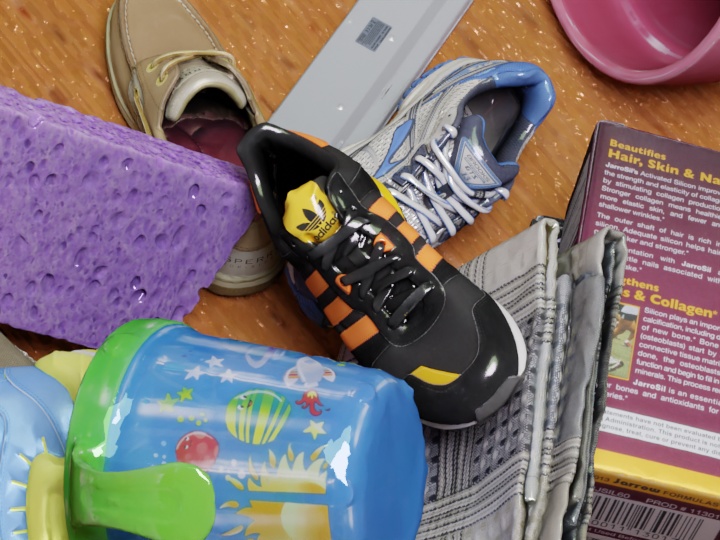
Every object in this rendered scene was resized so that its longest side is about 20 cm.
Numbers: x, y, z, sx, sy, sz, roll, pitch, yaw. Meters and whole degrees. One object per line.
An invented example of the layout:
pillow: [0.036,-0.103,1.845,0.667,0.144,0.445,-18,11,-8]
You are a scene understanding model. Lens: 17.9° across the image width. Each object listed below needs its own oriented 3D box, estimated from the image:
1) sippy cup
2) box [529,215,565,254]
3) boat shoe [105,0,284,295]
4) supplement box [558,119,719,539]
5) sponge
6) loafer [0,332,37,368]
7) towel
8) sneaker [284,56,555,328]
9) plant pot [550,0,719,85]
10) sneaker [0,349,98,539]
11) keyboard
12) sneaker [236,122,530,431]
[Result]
sippy cup: [-0.044,0.091,1.018,0.130,0.140,0.178,1,38,23]
box: [0.172,0.079,1.194,0.200,0.048,0.193,12,56,-3]
boat shoe: [-0.084,-0.085,1.232,0.074,0.066,0.200,-16,63,-20]
supplement box: [0.149,0.038,1.138,0.110,0.086,0.200,13,58,-1]
sponge: [-0.149,-0.024,1.101,0.200,0.112,0.030,18,23,-45]
loafer: [-0.191,0.065,1.115,0.200,0.070,0.075,25,58,5]
towel: [0.041,0.079,1.089,0.035,0.200,0.193,33,52,-29]
sneaker: [0.034,-0.050,1.207,0.077,0.085,0.200,52,57,-22]
plant pot: [0.228,-0.207,1.308,0.179,0.200,0.200,-3,58,-31]
sneaker: [-0.159,0.134,1.063,0.105,0.076,0.200,5,81,6]
keyboard: [0.014,-0.132,1.316,0.056,0.011,0.200,27,57,12]
sneaker: [0.000,0.000,1.077,0.070,0.090,0.200,-46,43,7]
